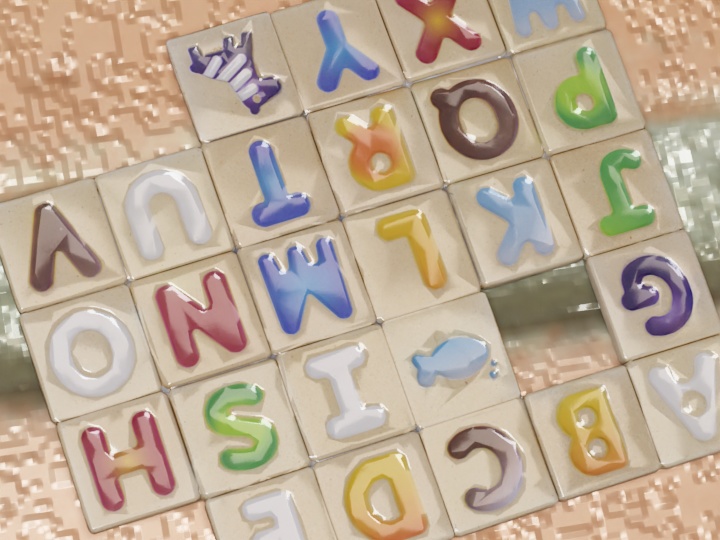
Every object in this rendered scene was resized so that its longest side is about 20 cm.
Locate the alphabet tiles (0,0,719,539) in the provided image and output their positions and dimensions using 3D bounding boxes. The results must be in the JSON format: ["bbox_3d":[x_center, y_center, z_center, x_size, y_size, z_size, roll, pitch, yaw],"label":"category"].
[{"bbox_3d":[0.000,0.000,0.760,0.199,0.008,0.168,-17,79,-15],"label":"alphabet tiles"}]
